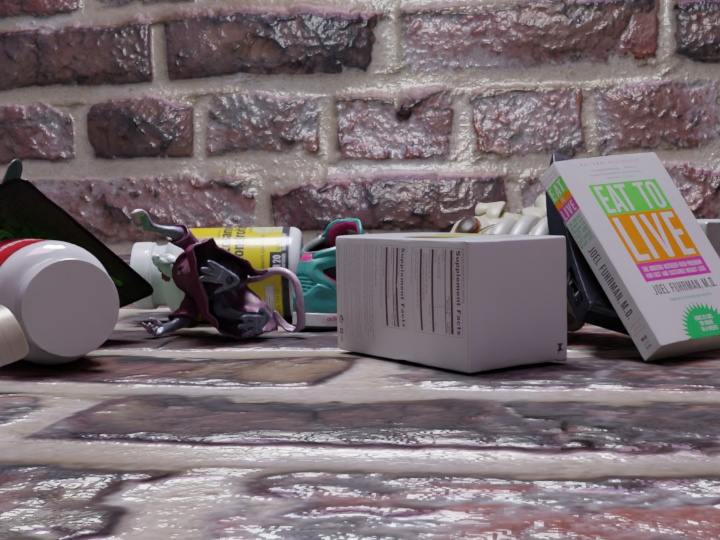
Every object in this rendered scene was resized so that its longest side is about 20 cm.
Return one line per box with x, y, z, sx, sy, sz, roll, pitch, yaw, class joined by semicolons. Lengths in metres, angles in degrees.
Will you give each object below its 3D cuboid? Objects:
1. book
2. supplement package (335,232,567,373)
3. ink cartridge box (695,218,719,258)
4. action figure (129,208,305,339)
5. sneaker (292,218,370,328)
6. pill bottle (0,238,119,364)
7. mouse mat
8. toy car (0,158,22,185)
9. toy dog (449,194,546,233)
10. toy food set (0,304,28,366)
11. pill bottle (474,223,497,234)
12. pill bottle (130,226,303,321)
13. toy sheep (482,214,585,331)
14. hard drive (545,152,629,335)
0.260;-0.015;1.064;0.134;0.200;0.048;-6;-32;-36;book
0.077;0.022;1.045;0.114;0.110;0.200;-4;5;-34;supplement package
0.324;0.004;1.217;0.067;0.116;0.200;-3;3;-22;ink cartridge box
-0.165;-0.001;1.262;0.149;0.134;0.200;-6;12;-26;action figure
0.000;0.000;1.349;0.084;0.121;0.200;2;4;43;sneaker
-0.294;0.027;1.074;0.112;0.112;0.200;-3;4;-30;pill bottle
-0.331;-0.008;1.193;0.161;0.008;0.200;-22;-46;26;mouse mat
-0.409;-0.034;1.390;0.158;0.200;0.164;-2;4;-4;toy car
0.259;-0.047;2.192;0.200;0.140;0.194;0;40;-11;toy dog
-0.376;0.072;0.928;0.200;0.060;0.143;0;15;45;toy food set
0.178;0.000;1.377;0.112;0.112;0.200;-2;4;-7;pill bottle
-0.168;0.005;1.396;0.200;0.112;0.112;-1;3;0;pill bottle
0.175;0.004;1.187;0.200;0.138;0.138;20;11;20;toy sheep
0.243;-0.019;1.119;0.135;0.200;0.042;15;-46;-20;hard drive
